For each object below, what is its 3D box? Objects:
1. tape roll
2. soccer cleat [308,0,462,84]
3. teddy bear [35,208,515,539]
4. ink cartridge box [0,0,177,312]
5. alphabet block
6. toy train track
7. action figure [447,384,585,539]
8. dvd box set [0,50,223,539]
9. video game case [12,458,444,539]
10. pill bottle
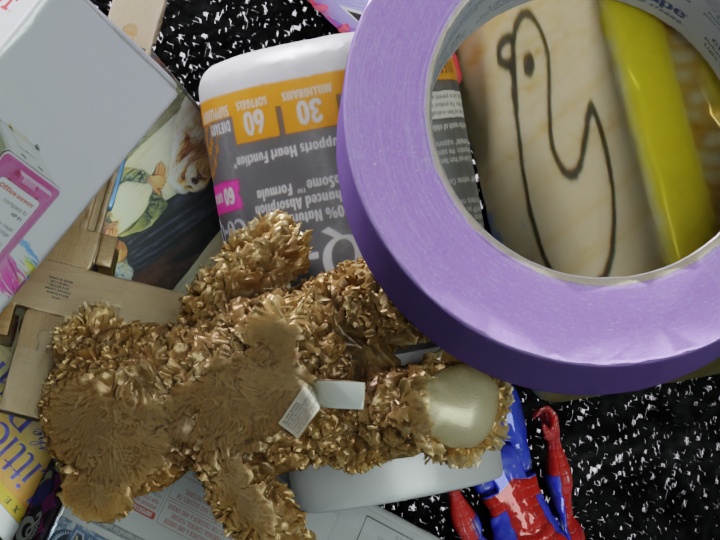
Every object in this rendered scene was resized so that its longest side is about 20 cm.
[{"bbox_3d":[0.090,-0.055,1.157,0.199,0.066,0.202,0,78,-2],"label":"tape roll"},{"bbox_3d":[-0.025,-0.159,1.350,0.076,0.067,0.201,-33,99,1],"label":"soccer cleat"},{"bbox_3d":[-0.033,0.048,1.218,0.199,0.067,0.146,-31,87,11],"label":"teddy bear"},{"bbox_3d":[-0.191,-0.041,1.232,0.200,0.144,0.085,-50,125,-8],"label":"ink cartridge box"},{"bbox_3d":[0.172,-0.064,1.315,0.195,0.200,0.197,-11,78,-18],"label":"alphabet block"},{"bbox_3d":[-0.122,-0.029,1.297,0.114,0.033,0.201,15,77,-1],"label":"toy train track"},{"bbox_3d":[0.062,0.085,1.379,0.065,0.052,0.201,-26,99,-21],"label":"action figure"},{"bbox_3d":[-0.125,0.017,1.327,0.200,0.029,0.147,-43,101,-14],"label":"dvd box set"},{"bbox_3d":[-0.072,0.165,1.320,0.199,0.036,0.182,29,80,-27],"label":"video game case"},{"bbox_3d":[0.000,0.000,1.292,0.116,0.116,0.201,-10,88,-17],"label":"pill bottle"}]
